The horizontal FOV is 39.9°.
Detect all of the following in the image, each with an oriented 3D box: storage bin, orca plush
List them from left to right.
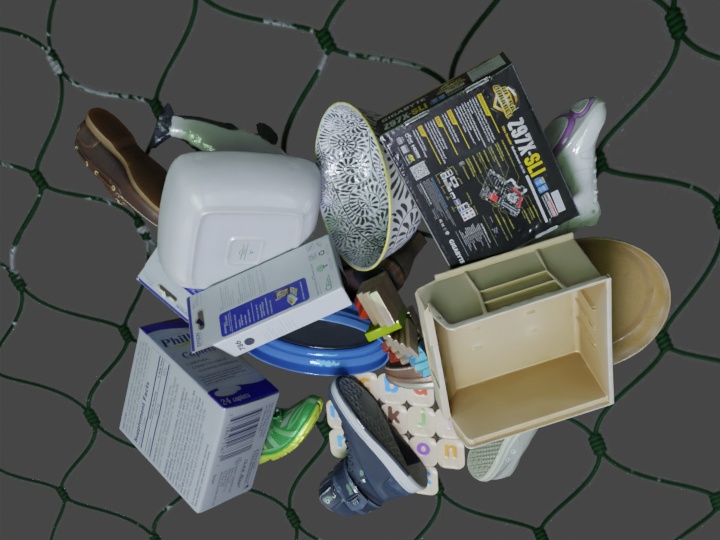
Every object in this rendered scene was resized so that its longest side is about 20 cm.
[{"bbox_3d":[-0.171,-0.138,1.277,0.198,0.106,0.071,11,157,-10],"label":"orca plush"},{"bbox_3d":[0.178,0.084,1.136,0.197,0.094,0.201,-17,131,-4],"label":"storage bin"}]

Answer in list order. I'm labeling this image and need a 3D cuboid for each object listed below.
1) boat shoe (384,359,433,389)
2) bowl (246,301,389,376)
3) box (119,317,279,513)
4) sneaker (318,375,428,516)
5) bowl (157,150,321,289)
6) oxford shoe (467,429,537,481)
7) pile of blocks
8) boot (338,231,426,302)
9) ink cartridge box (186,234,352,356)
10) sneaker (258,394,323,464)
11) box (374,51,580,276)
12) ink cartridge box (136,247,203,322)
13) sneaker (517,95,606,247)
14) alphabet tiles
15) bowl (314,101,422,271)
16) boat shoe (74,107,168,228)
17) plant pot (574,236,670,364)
[{"bbox_3d":[0.124,0.103,1.293,0.198,0.076,0.072,-13,105,13],"label":"boat shoe"},{"bbox_3d":[-0.058,0.085,1.297,0.198,0.040,0.201,5,154,3],"label":"bowl"},{"bbox_3d":[-0.229,0.195,1.382,0.200,0.104,0.185,37,123,31],"label":"box"},{"bbox_3d":[-0.020,0.253,1.382,0.146,0.077,0.203,-29,104,24],"label":"sneaker"},{"bbox_3d":[-0.147,-0.048,1.231,0.198,0.075,0.201,1,133,-19],"label":"bowl"},{"bbox_3d":[0.211,0.197,1.314,0.057,0.075,0.201,12,116,-35],"label":"oxford shoe"},{"bbox_3d":[0.046,0.088,1.201,0.062,0.083,0.200,-25,129,22],"label":"pile of blocks"},{"bbox_3d":[0.000,0.000,1.291,0.199,0.097,0.075,-8,120,46],"label":"boot"},{"bbox_3d":[-0.113,0.037,1.201,0.198,0.100,0.039,-22,134,7],"label":"ink cartridge box"},{"bbox_3d":[-0.138,0.226,1.427,0.199,0.074,0.084,-30,105,27],"label":"sneaker"},{"bbox_3d":[0.129,-0.110,1.086,0.159,0.049,0.201,-28,117,6],"label":"box"},{"bbox_3d":[-0.215,-0.031,1.350,0.099,0.039,0.200,40,117,-3],"label":"ink cartridge box"},{"bbox_3d":[0.248,-0.110,1.167,0.099,0.075,0.201,16,118,-12],"label":"sneaker"},{"bbox_3d":[0.050,0.228,1.400,0.198,0.015,0.197,2,115,17],"label":"alphabet tiles"},{"bbox_3d":[0.026,-0.107,1.196,0.093,0.201,0.203,-12,116,-26],"label":"bowl"},{"bbox_3d":[-0.307,-0.124,1.316,0.200,0.070,0.070,50,121,16],"label":"boat shoe"},{"bbox_3d":[0.275,0.038,1.209,0.198,0.028,0.201,2,125,2],"label":"plant pot"}]
